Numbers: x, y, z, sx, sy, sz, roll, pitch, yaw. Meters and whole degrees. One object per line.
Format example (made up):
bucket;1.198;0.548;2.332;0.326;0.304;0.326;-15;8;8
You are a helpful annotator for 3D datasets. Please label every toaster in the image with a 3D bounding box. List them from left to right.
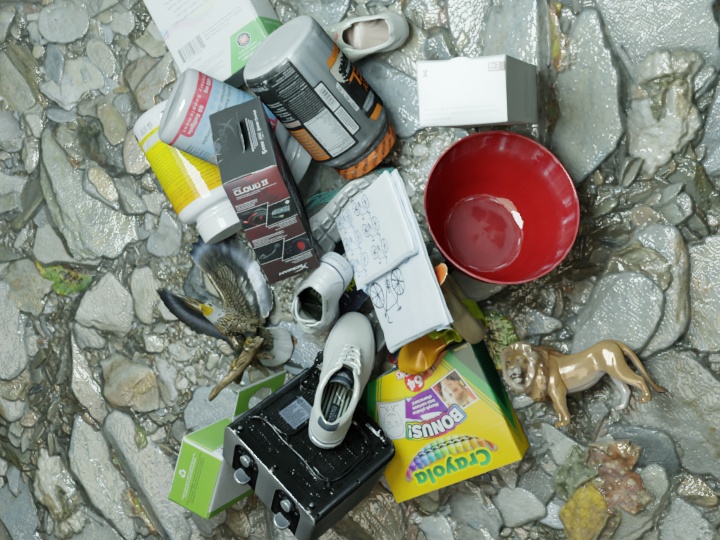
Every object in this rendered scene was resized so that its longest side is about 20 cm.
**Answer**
toaster;-0.068;0.245;1.407;0.181;0.199;0.119;43;142;17

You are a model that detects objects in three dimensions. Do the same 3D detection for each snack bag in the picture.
snack bag;0.036;-0.003;1.279;0.188;0.021;0.202;-34;74;63

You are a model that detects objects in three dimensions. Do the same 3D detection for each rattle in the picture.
rattle;0.073;0.052;1.306;0.142;0.200;0.132;-21;77;15

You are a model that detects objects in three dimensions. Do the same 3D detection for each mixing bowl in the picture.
mixing bowl;0.169;-0.063;1.317;0.198;0.109;0.202;2;72;-6

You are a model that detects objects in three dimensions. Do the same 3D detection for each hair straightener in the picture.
hair straightener;0.069;0.035;1.412;0.076;0.041;0.201;25;112;-27

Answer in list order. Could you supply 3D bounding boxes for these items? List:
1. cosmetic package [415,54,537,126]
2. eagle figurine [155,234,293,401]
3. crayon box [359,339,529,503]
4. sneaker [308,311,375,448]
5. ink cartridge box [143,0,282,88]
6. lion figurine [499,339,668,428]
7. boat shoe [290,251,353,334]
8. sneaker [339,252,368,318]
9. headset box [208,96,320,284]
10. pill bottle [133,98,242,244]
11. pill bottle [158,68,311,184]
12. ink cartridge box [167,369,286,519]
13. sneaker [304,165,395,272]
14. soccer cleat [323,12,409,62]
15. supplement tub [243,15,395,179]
cosmetic package;0.149;-0.217;1.273;0.112;0.200;0.082;0;98;22
eagle figurine;-0.198;0.062;1.512;0.150;0.152;0.201;-23;52;-15
crayon box;0.107;0.206;1.430;0.199;0.058;0.174;-25;88;23
sneaker;-0.017;0.136;1.369;0.072;0.202;0.071;16;147;-6
ink cartridge box;-0.208;-0.364;1.454;0.145;0.087;0.201;-30;88;22
lion figurine;0.289;0.133;1.350;0.198;0.072;0.124;-17;79;9
boat shoe;-0.067;0.043;1.406;0.073;0.067;0.201;38;150;11
sneaker;0.000;0.000;1.440;0.074;0.082;0.199;47;132;-10
headset box;-0.125;-0.108;1.311;0.074;0.149;0.201;-20;134;2
pill bottle;-0.237;-0.143;1.487;0.109;0.109;0.201;-31;86;23
pill bottle;-0.167;-0.188;1.412;0.198;0.109;0.109;22;109;-21
ink cartridge box;-0.191;0.238;1.506;0.075;0.148;0.202;20;104;21
sneaker;-0.036;-0.088;1.435;0.199;0.091;0.078;-35;127;3
soccer cleat;-0.030;-0.305;1.397;0.198;0.077;0.070;-15;92;23
supplement tub;-0.049;-0.222;1.356;0.122;0.123;0.200;-30;122;22
